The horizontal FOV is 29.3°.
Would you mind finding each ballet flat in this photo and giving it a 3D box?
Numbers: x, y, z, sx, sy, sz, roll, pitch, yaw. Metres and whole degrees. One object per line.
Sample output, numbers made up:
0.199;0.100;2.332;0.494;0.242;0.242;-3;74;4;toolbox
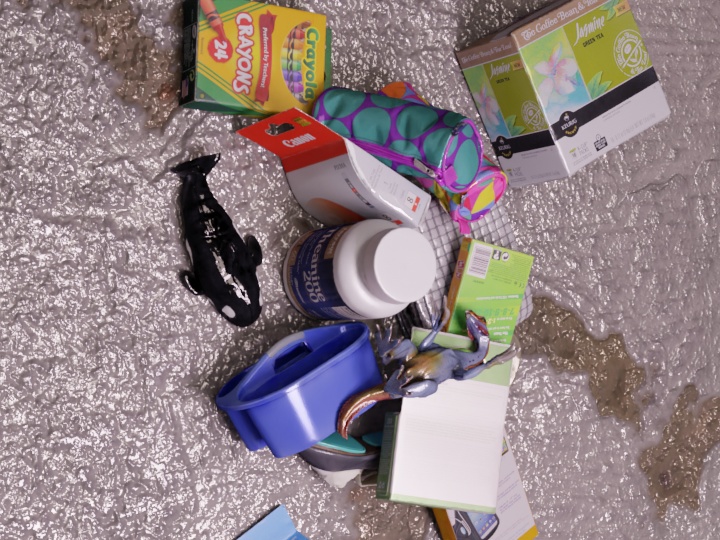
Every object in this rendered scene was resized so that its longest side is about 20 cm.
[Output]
-0.005;0.226;1.645;0.198;0.073;0.074;5;85;-36;ballet flat

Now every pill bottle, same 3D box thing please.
0.000;0.000;1.584;0.110;0.199;0.113;2;85;-30;pill bottle

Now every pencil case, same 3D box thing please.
0.087;-0.140;1.656;0.088;0.089;0.200;-25;58;-28;pencil case
0.039;-0.152;1.583;0.092;0.198;0.086;-45;140;-40;pencil case

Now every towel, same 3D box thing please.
0.111;-0.002;1.719;0.164;0.085;0.202;-26;101;-27;towel

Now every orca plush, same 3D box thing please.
-0.149;-0.034;1.573;0.104;0.071;0.203;-7;90;-30;orca plush

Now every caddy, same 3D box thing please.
-0.069;0.125;1.572;0.199;0.141;0.106;-31;105;-29;caddy

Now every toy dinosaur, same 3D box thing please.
0.076;0.098;1.567;0.181;0.199;0.106;10;49;-59;toy dinosaur

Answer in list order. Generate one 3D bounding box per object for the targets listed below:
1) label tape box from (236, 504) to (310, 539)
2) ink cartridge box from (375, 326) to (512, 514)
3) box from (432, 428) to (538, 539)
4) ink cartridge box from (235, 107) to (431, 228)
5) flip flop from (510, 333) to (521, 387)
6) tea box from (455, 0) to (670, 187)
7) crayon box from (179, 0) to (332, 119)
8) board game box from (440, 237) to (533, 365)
-0.084;0.396;1.590;0.143;0.066;0.202;-34;105;-27;label tape box
0.101;0.179;1.630;0.144;0.048;0.203;11;80;-22;ink cartridge box
0.146;0.279;1.717;0.118;0.041;0.202;-32;115;-26;box
-0.039;-0.106;1.590;0.199;0.162;0.051;29;72;-25;ink cartridge box
0.147;0.161;1.742;0.081;0.057;0.200;48;66;-19;flip flop
0.264;-0.243;1.791;0.199;0.133;0.199;-31;102;-28;tea box
-0.111;-0.245;1.621;0.198;0.051;0.129;4;85;-30;crayon box
0.142;0.069;1.668;0.095;0.030;0.203;14;90;-29;board game box
